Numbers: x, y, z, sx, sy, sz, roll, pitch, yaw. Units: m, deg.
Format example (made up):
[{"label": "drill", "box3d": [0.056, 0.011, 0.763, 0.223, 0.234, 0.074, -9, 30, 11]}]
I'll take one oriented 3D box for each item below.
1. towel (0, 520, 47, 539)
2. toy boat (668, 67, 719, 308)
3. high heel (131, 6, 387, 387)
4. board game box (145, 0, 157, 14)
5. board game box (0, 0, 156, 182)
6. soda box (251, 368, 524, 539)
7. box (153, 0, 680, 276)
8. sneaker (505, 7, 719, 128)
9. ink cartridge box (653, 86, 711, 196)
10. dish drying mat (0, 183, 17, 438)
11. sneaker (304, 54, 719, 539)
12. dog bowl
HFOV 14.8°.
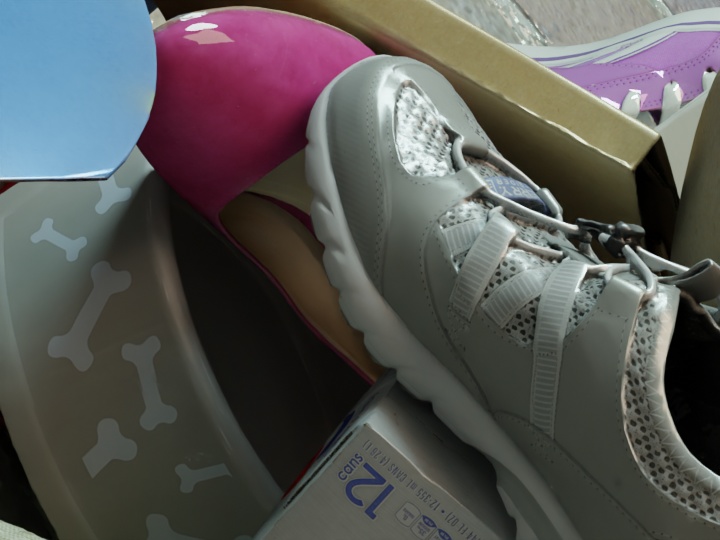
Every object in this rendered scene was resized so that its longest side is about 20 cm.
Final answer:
[{"label": "towel", "box3d": [-0.088, 0.112, 0.529, 0.192, 0.200, 0.035, -28, 126, -45]}, {"label": "toy boat", "box3d": [0.162, 0.018, 0.723, 0.130, 0.131, 0.200, -8, 57, -13]}, {"label": "high heel", "box3d": [0.000, 0.000, 0.774, 0.200, 0.067, 0.096, 47, 17, -59]}, {"label": "board game box", "box3d": [-0.108, -0.162, 0.845, 0.200, 0.159, 0.097, 10, 51, -54]}, {"label": "board game box", "box3d": [-0.148, -0.063, 0.672, 0.200, 0.039, 0.158, -3, 48, -37]}, {"label": "soda box", "box3d": [0.066, 0.111, 0.726, 0.200, 0.063, 0.068, 41, 27, -1]}, {"label": "box", "box3d": [0.013, -0.052, 0.844, 0.200, 0.021, 0.164, 33, -10, 21]}, {"label": "sneaker", "box3d": [0.080, -0.039, 0.996, 0.114, 0.200, 0.073, -53, 134, -60]}, {"label": "ink cartridge box", "box3d": [0.133, 0.044, 0.954, 0.145, 0.200, 0.148, 13, 48, -53]}, {"label": "dish drying mat", "box3d": [-0.079, -0.006, 0.866, 0.077, 0.018, 0.200, 54, 27, -13]}, {"label": "sneaker", "box3d": [0.060, 0.015, 0.695, 0.075, 0.082, 0.200, -1, 50, -52]}, {"label": "dog bowl", "box3d": [-0.029, 0.030, 0.834, 0.200, 0.059, 0.200, 43, 32, -36]}]
